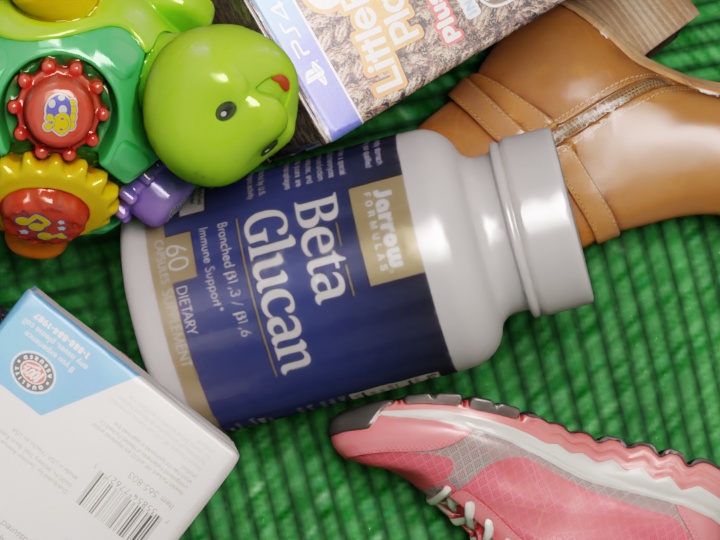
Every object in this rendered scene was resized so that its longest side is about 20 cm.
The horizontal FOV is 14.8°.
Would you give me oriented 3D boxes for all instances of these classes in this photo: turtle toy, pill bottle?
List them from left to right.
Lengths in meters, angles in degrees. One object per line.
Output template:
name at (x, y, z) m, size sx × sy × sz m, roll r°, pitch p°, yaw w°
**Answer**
turtle toy at (-0.115, -0.068, 1.191) m, size 0.199 × 0.146 × 0.102 m, roll -16°, pitch 57°, yaw 27°
pill bottle at (0.000, 0.000, 1.250) m, size 0.199 × 0.111 × 0.112 m, roll -15°, pitch 82°, yaw 5°

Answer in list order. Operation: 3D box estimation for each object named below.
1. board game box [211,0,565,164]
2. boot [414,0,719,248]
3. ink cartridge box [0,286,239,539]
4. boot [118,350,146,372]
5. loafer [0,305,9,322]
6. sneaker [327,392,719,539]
board game box at (0.028, -0.144, 1.270) m, size 0.199 × 0.159 × 0.097 m, roll -31°, pitch 95°, yaw -11°
boot at (0.132, -0.038, 1.324) m, size 0.154 × 0.074 × 0.200 m, roll -38°, pitch 75°, yaw -15°
ink cartridge box at (-0.156, 0.120, 1.173) m, size 0.115 × 0.068 × 0.200 m, roll 38°, pitch 87°, yaw -5°
boot at (-0.099, 0.153, 1.248) m, size 0.155 × 0.073 × 0.201 m, roll 26°, pitch 79°, yaw -2°
loafer at (-0.207, 0.103, 1.244) m, size 0.068 × 0.070 × 0.202 m, roll 22°, pitch 89°, yaw 40°
sneaker at (0.078, 0.113, 1.284) m, size 0.199 × 0.074 × 0.087 m, roll 15°, pitch 79°, yaw -6°
